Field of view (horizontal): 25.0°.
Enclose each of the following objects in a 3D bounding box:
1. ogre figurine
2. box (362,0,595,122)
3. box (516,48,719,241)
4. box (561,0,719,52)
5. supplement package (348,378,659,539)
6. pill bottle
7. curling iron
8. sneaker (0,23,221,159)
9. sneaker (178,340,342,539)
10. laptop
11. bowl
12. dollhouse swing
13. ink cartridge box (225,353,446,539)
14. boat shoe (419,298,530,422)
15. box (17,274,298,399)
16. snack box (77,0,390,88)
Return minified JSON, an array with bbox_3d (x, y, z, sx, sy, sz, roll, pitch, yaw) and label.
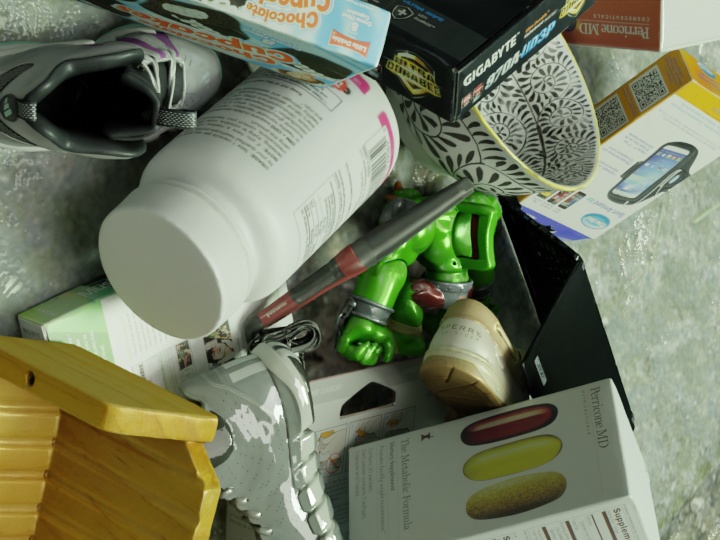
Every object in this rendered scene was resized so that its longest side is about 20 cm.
[{"bbox_3d":[0.055,0.000,1.213,0.199,0.098,0.121,0,108,-38],"label":"ogre figurine"},{"bbox_3d":[0.034,-0.195,1.074,0.159,0.199,0.046,-40,149,-31],"label":"box"},{"bbox_3d":[0.213,-0.094,1.324,0.119,0.199,0.042,21,45,-47],"label":"box"},{"bbox_3d":[0.204,-0.279,1.261,0.106,0.152,0.202,-16,110,-43],"label":"box"},{"bbox_3d":[0.102,0.173,1.142,0.114,0.198,0.110,-92,160,-49],"label":"supplement package"},{"bbox_3d":[-0.070,-0.051,1.037,0.200,0.113,0.114,-46,129,-42],"label":"pill bottle"},{"bbox_3d":[0.000,0.000,1.122,0.200,0.026,0.050,-41,117,-12],"label":"curling iron"},{"bbox_3d":[-0.132,-0.100,0.963,0.199,0.139,0.078,-18,111,-42],"label":"sneaker"},{"bbox_3d":[-0.081,0.154,1.076,0.115,0.075,0.202,-17,104,-21],"label":"sneaker"},{"bbox_3d":[0.142,0.069,1.277,0.103,0.200,0.178,-30,124,-11],"label":"laptop"},{"bbox_3d":[0.080,-0.129,1.187,0.200,0.094,0.202,36,39,-35],"label":"bowl"},{"bbox_3d":[-0.213,0.153,0.918,0.175,0.181,0.202,3,105,-54],"label":"dollhouse swing"},{"bbox_3d":[-0.012,0.151,1.210,0.199,0.044,0.178,-9,108,-46],"label":"ink cartridge box"},{"bbox_3d":[0.097,0.081,1.208,0.200,0.073,0.070,61,43,-63],"label":"boat shoe"},{"bbox_3d":[-0.126,0.060,1.085,0.199,0.036,0.146,-28,118,-40],"label":"box"},{"bbox_3d":[-0.092,-0.160,0.951,0.198,0.116,0.037,18,85,-16],"label":"snack box"}]
